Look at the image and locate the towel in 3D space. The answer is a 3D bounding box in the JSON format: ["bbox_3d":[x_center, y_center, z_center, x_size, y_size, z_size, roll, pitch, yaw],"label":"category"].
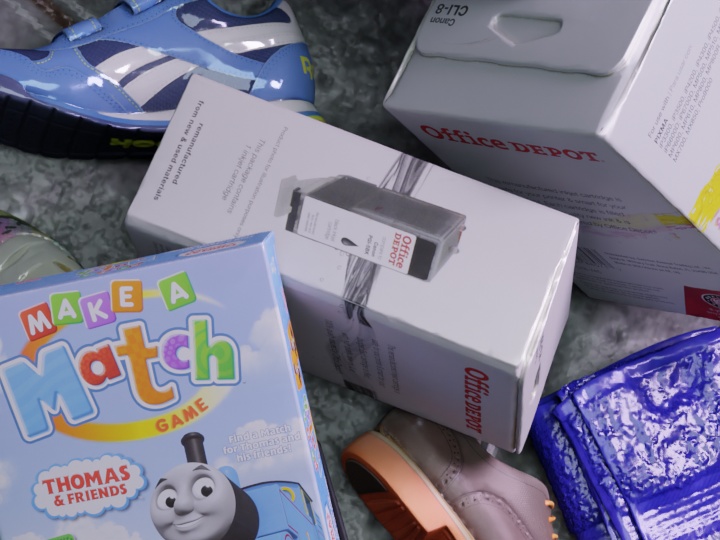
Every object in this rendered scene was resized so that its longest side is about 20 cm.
[{"bbox_3d":[0.186,0.133,1.260,0.147,0.050,0.201,-22,85,-14],"label":"towel"}]

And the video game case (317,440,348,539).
[{"bbox_3d":[-0.079,0.201,1.171,0.179,0.025,0.202,-18,100,-10],"label":"video game case"}]

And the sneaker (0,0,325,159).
[{"bbox_3d":[-0.117,-0.102,1.230,0.198,0.074,0.083,1,78,-19],"label":"sneaker"}]

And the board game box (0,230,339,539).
[{"bbox_3d":[-0.092,0.095,1.102,0.150,0.037,0.202,-11,98,8],"label":"board game box"}]

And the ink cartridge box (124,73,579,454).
[{"bbox_3d":[0.000,0.000,1.170,0.199,0.147,0.083,21,73,9],"label":"ink cartridge box"}]

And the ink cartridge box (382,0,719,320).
[{"bbox_3d":[0.141,-0.084,1.196,0.200,0.145,0.146,39,71,-43],"label":"ink cartridge box"}]

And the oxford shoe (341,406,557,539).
[{"bbox_3d":[0.081,0.145,1.227,0.073,0.071,0.200,-40,89,-21],"label":"oxford shoe"}]

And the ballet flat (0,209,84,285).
[{"bbox_3d":[-0.139,0.041,1.196,0.069,0.071,0.201,-37,89,-22],"label":"ballet flat"}]
